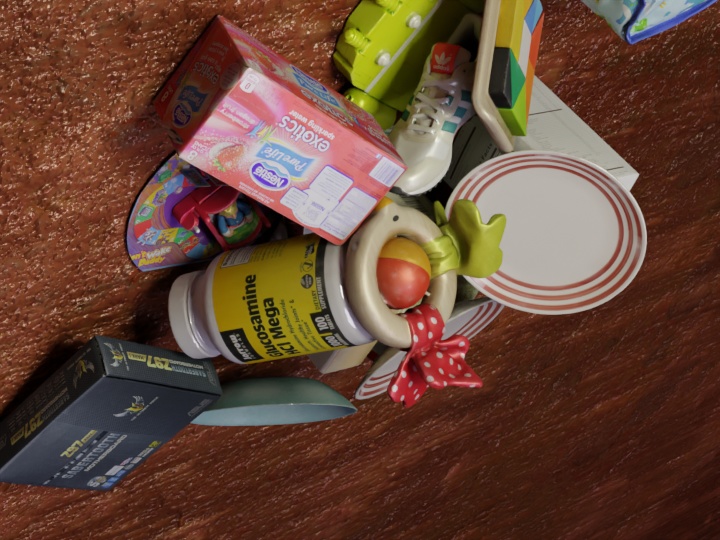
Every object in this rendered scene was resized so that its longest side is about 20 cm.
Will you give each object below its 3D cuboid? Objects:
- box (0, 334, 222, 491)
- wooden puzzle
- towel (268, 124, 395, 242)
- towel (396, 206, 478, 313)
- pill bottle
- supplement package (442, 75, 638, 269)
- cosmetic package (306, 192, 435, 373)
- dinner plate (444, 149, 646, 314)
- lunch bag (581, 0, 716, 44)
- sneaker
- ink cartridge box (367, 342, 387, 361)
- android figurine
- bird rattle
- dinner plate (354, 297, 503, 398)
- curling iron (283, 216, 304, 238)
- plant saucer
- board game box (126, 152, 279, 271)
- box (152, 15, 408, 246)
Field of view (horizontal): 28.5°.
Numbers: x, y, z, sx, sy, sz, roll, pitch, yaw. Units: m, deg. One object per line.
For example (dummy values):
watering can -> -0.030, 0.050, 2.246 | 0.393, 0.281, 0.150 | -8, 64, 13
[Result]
box -> -0.260, 0.148, 1.421 | 0.200, 0.051, 0.157 | -40, 146, 26
wooden puzzle -> 0.142, -0.212, 1.332 | 0.037, 0.202, 0.185 | 1, 169, 16
towel -> -0.032, -0.068, 1.482 | 0.148, 0.031, 0.201 | -10, 141, -47
towel -> 0.105, -0.012, 1.573 | 0.199, 0.036, 0.149 | -13, 134, -58
pill bottle -> -0.081, 0.029, 1.364 | 0.198, 0.114, 0.112 | -11, 162, 25
supplement package -> 0.170, -0.115, 1.484 | 0.113, 0.200, 0.110 | -12, 140, -41
cosmetic package -> 0.000, 0.000, 1.482 | 0.071, 0.105, 0.201 | -7, 141, -50
dinner plate -> 0.179, -0.039, 1.381 | 0.024, 0.198, 0.201 | -70, 179, -47
lunch bag -> 0.285, -0.334, 1.356 | 0.199, 0.170, 0.128 | -25, 148, -25
sneaker -> 0.068, -0.160, 1.322 | 0.200, 0.070, 0.094 | -54, 150, -32
ink cartridge box -> 0.044, 0.028, 1.645 | 0.116, 0.067, 0.201 | -40, 154, -30
android figurine -> 0.050, -0.218, 1.367 | 0.182, 0.041, 0.199 | -48, 152, 12
bird rattle -> 0.045, 0.019, 1.319 | 0.162, 0.112, 0.202 | 30, 74, -33
dinner plate -> 0.074, 0.081, 1.583 | 0.199, 0.024, 0.200 | -33, 167, -8
curling iron -> -0.072, -0.046, 1.402 | 0.049, 0.026, 0.201 | -25, 144, -32
plant saucer -> -0.103, 0.147, 1.611 | 0.198, 0.039, 0.201 | -4, 169, -1
board game box -> -0.131, -0.053, 1.371 | 0.199, 0.039, 0.159 | -10, 138, -43
box -> -0.069, -0.118, 1.243 | 0.199, 0.095, 0.103 | 28, 111, -39
